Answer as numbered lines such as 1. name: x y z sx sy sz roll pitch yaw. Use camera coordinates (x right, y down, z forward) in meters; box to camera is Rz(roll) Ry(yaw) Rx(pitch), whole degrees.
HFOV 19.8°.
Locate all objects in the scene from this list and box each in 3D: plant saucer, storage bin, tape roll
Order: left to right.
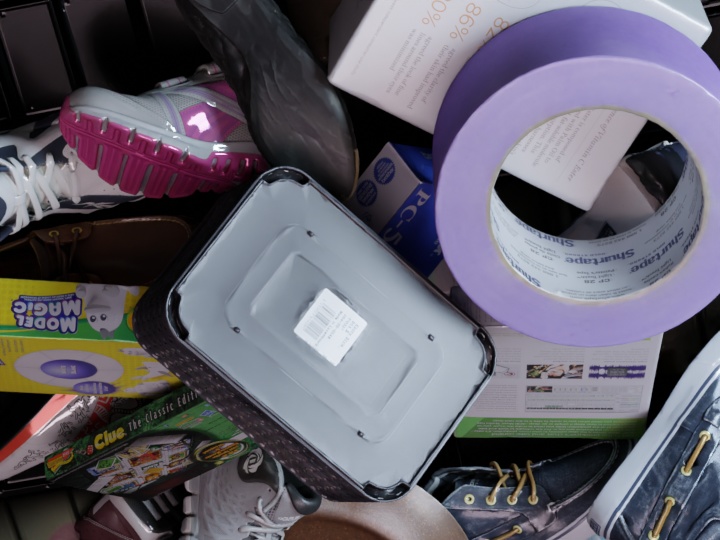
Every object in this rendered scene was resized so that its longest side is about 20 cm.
1. storage bin: -0.030 0.044 1.329 0.200 0.094 0.135 41 73 -12
2. plant saucer: -0.011 0.227 1.575 0.200 0.037 0.201 10 129 13
3. tape roll: 0.145 -0.058 1.291 0.199 0.085 0.201 0 119 0

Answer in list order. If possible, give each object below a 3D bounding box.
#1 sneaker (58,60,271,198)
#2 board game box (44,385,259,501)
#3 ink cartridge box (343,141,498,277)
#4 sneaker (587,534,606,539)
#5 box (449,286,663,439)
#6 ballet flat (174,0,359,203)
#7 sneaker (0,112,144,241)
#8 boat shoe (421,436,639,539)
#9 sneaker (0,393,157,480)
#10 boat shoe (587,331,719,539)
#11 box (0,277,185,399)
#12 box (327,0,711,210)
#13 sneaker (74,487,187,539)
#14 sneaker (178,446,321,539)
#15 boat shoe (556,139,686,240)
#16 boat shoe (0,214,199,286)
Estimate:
1. sneaker: -0.105 -0.098 1.389 0.199 0.088 0.081 11 154 -22
2. board game box: -0.118 0.114 1.458 0.200 0.024 0.105 -27 149 29
3. ink cartridge box: 0.000 0.000 1.447 0.094 0.044 0.200 5 131 -52
4. sneaker: 0.223 0.184 1.561 0.074 0.082 0.200 36 114 -19
5. box: 0.135 0.068 1.459 0.144 0.036 0.200 0 152 3
6. ballet flat: -0.058 -0.132 1.348 0.066 0.057 0.200 -30 90 7
7. sneaker: -0.231 -0.051 1.392 0.198 0.130 0.080 5 121 -4
8. boat shoe: 0.118 0.172 1.560 0.200 0.071 0.091 -39 112 20
9. sneaker: -0.188 0.114 1.525 0.108 0.067 0.201 40 110 -18
10. boat shoe: 0.256 0.127 1.481 0.091 0.071 0.200 35 86 18
11. box: -0.207 0.046 1.402 0.199 0.049 0.117 5 158 -3
12. box: 0.100 -0.160 1.345 0.200 0.106 0.152 26 116 -14
13. sneaker: -0.149 0.255 1.590 0.115 0.076 0.200 -37 84 33
14. sneaker: -0.077 0.200 1.494 0.115 0.201 0.075 -18 158 42
15. boat shoe: 0.190 -0.022 1.447 0.075 0.093 0.200 55 145 14
16. boat shoe: -0.205 0.003 1.445 0.199 0.068 0.072 -13 76 8
